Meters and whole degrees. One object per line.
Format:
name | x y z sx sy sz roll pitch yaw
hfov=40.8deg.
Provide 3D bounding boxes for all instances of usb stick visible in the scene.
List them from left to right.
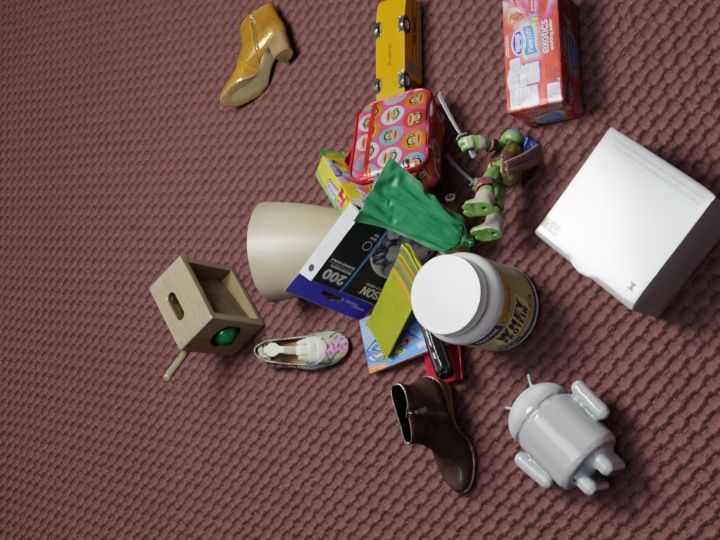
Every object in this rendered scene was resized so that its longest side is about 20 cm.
usb stick | 0.114 0.088 1.622 0.032 0.055 0.201 -21 67 8

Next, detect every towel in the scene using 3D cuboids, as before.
towel | 0.060 0.053 1.650 0.086 0.018 0.200 62 143 38

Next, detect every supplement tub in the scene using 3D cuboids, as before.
supplement tub | 0.182 0.050 1.538 0.144 0.200 0.145 -6 79 34

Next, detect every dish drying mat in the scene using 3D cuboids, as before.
dish drying mat | 0.138 0.095 1.673 0.077 0.018 0.201 -15 75 35

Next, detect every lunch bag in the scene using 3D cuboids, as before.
lunch bag | 0.053 -0.213 1.674 0.176 0.082 0.201 -12 49 23

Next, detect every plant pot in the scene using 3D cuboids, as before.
plant pot | -0.075 -0.042 1.765 0.199 0.187 0.188 -5 79 20

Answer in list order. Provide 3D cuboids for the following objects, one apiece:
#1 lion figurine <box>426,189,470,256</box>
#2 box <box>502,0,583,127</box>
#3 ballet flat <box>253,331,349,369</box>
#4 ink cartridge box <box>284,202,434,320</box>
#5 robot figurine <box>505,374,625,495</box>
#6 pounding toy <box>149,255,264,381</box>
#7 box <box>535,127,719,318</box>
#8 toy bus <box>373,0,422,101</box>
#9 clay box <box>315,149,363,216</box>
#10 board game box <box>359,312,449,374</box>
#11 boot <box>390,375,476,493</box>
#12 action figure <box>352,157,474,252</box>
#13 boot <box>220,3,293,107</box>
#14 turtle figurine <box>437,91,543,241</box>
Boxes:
lion figurine | 0.125 -0.098 1.682 0.072 0.123 0.200 -26 45 -6
box | 0.300 -0.349 1.590 0.099 0.095 0.201 -8 77 33
ballet flat | -0.117 0.151 1.807 0.199 0.071 0.069 -8 77 33
ink cartridge box | 0.000 0.000 1.676 0.200 0.198 0.043 -51 44 17
robot figurine | 0.305 0.251 1.471 0.200 0.113 0.170 46 106 31
pounding toy | -0.311 0.099 1.881 0.142 0.184 0.200 -43 61 21
box | 0.409 -0.069 1.445 0.199 0.131 0.200 43 106 31
toy bus | 0.070 -0.398 1.768 0.065 0.078 0.201 -7 78 32
clay box | -0.001 -0.141 1.731 0.200 0.115 0.048 59 134 42
board game box | 0.084 0.104 1.693 0.200 0.019 0.103 -26 66 37
boot | 0.112 0.272 1.564 0.072 0.166 0.201 -19 79 30
action figure | 0.101 -0.087 1.581 0.118 0.199 0.055 -58 12 15
boot | -0.228 -0.445 1.998 0.201 0.071 0.144 -38 57 20
turtle figurine | 0.188 -0.155 1.594 0.144 0.199 0.194 114 172 -56
